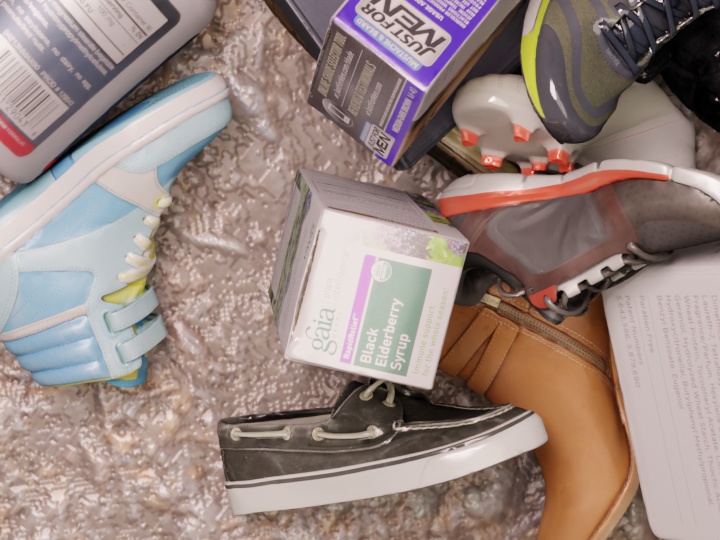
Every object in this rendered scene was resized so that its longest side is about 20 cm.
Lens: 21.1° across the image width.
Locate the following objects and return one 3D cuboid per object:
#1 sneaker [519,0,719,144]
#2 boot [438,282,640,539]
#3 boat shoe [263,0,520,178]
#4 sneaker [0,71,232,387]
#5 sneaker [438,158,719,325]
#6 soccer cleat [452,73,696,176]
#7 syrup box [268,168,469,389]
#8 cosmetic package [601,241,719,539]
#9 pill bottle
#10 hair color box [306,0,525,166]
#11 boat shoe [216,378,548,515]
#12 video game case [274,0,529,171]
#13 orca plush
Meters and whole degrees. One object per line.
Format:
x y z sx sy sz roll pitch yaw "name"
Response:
0.152 -0.149 1.001 0.074 0.081 0.201 45 67 -35 "sneaker"
0.094 0.070 1.137 0.154 0.074 0.201 19 86 -10 "boot"
0.024 -0.125 1.097 0.200 0.072 0.068 38 86 -18 "boat shoe"
-0.129 -0.013 1.094 0.199 0.080 0.131 -35 100 10 "sneaker"
0.127 -0.010 1.035 0.077 0.199 0.083 19 74 -45 "sneaker"
0.121 -0.086 1.081 0.199 0.069 0.078 16 77 -46 "soccer cleat"
0.000 0.000 1.046 0.081 0.200 0.079 13 98 -8 "syrup box"
0.268 0.051 1.058 0.164 0.199 0.166 -22 104 -38 "cosmetic package"
-0.147 -0.154 1.045 0.200 0.120 0.120 -41 101 1 "pill bottle"
0.059 -0.159 0.987 0.065 0.109 0.200 39 72 4 "hair color box"
0.007 0.094 1.105 0.199 0.071 0.064 -12 91 21 "boat shoe"
0.050 -0.173 1.061 0.200 0.019 0.143 -43 107 -20 "video game case"
0.179 -0.100 1.059 0.071 0.105 0.201 -15 62 -15 "orca plush"
